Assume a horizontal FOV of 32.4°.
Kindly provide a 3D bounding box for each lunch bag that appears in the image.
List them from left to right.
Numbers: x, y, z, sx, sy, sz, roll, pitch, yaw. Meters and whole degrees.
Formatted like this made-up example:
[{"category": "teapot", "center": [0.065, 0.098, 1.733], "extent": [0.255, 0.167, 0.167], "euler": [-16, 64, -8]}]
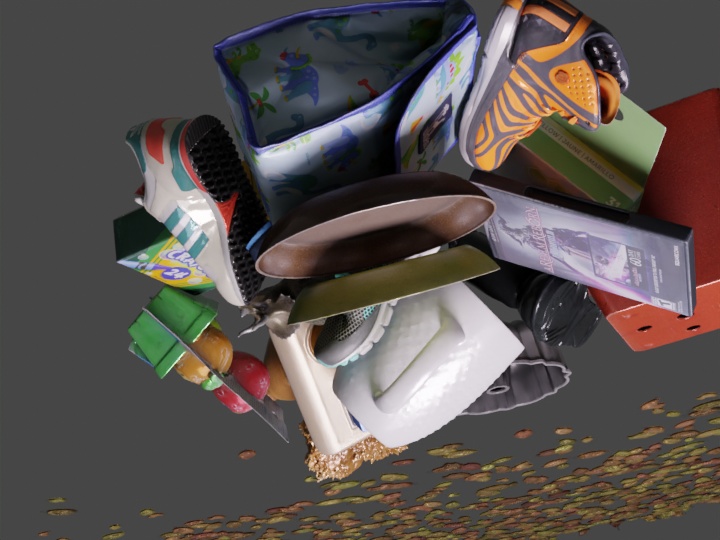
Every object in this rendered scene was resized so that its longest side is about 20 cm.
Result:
[{"category": "lunch bag", "center": [0.000, -0.127, 0.994], "extent": [0.199, 0.128, 0.170], "euler": [-22, 159, -7]}]

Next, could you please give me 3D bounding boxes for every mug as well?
[{"category": "mug", "center": [0.060, 0.093, 1.275], "extent": [0.175, 0.148, 0.200], "euler": [-46, 180, 1]}]

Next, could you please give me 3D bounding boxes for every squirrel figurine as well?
[{"category": "squirrel figurine", "center": [-0.028, 0.144, 1.475], "extent": [0.186, 0.202, 0.141], "euler": [2, 160, -45]}]

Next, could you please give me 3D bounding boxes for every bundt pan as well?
[{"category": "bundt pan", "center": [0.178, 0.126, 1.664], "extent": [0.200, 0.076, 0.202], "euler": [-7, 155, -3]}]

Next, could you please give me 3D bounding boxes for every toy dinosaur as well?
[{"category": "toy dinosaur", "center": [-0.036, 0.022, 1.322], "extent": [0.198, 0.103, 0.077], "euler": [-6, 156, -6]}]

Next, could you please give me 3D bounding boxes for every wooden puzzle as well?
[{"category": "wooden puzzle", "center": [0.017, 0.098, 1.388], "extent": [0.199, 0.046, 0.187], "euler": [-25, 114, -10]}]

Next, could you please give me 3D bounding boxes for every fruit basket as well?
[{"category": "fruit basket", "center": [-0.156, 0.103, 1.310], "extent": [0.094, 0.200, 0.185], "euler": [-42, -173, -2]}]

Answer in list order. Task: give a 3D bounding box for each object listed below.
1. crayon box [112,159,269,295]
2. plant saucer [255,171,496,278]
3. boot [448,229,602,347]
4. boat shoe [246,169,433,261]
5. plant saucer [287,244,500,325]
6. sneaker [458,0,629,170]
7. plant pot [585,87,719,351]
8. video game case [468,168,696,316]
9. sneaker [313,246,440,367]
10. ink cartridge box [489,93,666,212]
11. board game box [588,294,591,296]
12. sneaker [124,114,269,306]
[{"category": "crayon box", "center": [-0.125, -0.044, 1.207], "extent": [0.199, 0.052, 0.125], "euler": [-22, 153, 25]}, {"category": "plant saucer", "center": [0.009, -0.038, 0.992], "extent": [0.198, 0.032, 0.200], "euler": [-14, 168, -3]}, {"category": "boot", "center": [0.160, 0.010, 1.291], "extent": [0.074, 0.162, 0.198], "euler": [-58, 156, 4]}, {"category": "boat shoe", "center": [-0.007, -0.053, 1.109], "extent": [0.199, 0.069, 0.084], "euler": [-32, 178, -20]}, {"category": "plant saucer", "center": [0.026, 0.010, 1.116], "extent": [0.198, 0.031, 0.200], "euler": [-16, 180, 0]}, {"category": "sneaker", "center": [0.148, -0.132, 1.005], "extent": [0.111, 0.078, 0.201], "euler": [30, 151, 13]}, {"category": "plant pot", "center": [0.302, -0.033, 1.237], "extent": [0.198, 0.178, 0.200], "euler": [-18, 154, 19]}, {"category": "video game case", "center": [0.201, -0.024, 1.108], "extent": [0.199, 0.019, 0.143], "euler": [17, 159, 24]}, {"category": "sneaker", "center": [0.000, 0.000, 1.241], "extent": [0.091, 0.201, 0.077], "euler": [33, 178, -29]}, {"category": "ink cartridge box", "center": [0.184, -0.102, 1.090], "extent": [0.048, 0.145, 0.200], "euler": [-45, 161, -14]}, {"category": "board game box", "center": [0.289, -0.012, 1.473], "extent": [0.102, 0.020, 0.200], "euler": [9, 150, -38]}, {"category": "sneaker", "center": [-0.146, -0.054, 1.100], "extent": [0.093, 0.071, 0.201], "euler": [7, 136, 27]}]
